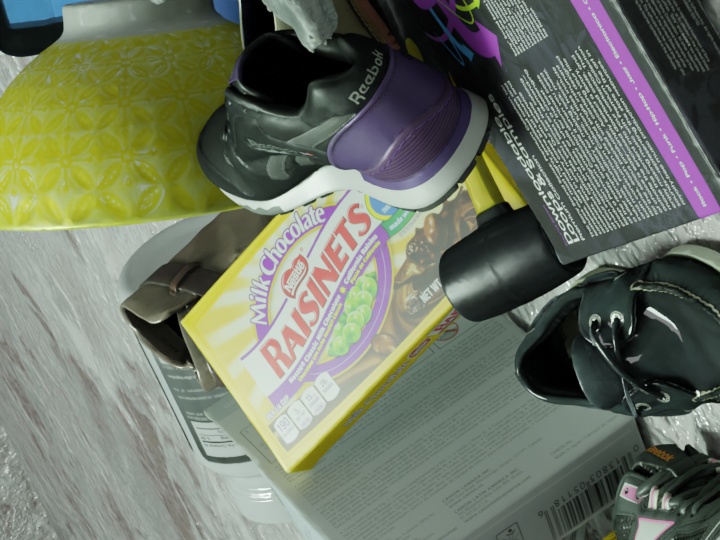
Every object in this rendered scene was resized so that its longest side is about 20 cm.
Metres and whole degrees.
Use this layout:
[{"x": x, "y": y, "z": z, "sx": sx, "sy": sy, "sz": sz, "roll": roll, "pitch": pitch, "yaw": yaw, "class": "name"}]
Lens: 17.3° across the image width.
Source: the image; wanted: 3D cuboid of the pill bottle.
[{"x": -0.080, "y": 0.068, "z": 1.626, "sx": 0.116, "sy": 0.115, "sz": 0.201, "roll": 34, "pitch": 152, "yaw": 56, "class": "pill bottle"}]

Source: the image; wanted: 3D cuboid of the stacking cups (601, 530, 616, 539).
[{"x": 0.187, "y": 0.215, "z": 1.190, "sx": 0.200, "sy": 0.060, "sz": 0.061, "roll": 48, "pitch": 162, "yaw": 27, "class": "stacking cups"}]

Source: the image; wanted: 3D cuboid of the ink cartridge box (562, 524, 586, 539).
[{"x": 0.070, "y": 0.186, "z": 1.303, "sx": 0.083, "sy": 0.145, "sz": 0.201, "roll": 10, "pitch": 147, "yaw": 14, "class": "ink cartridge box"}]

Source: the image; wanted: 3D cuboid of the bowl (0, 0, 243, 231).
[{"x": -0.110, "y": -0.091, "z": 1.243, "sx": 0.200, "sy": 0.199, "sz": 0.109, "roll": -166, "pitch": 67, "yaw": -68, "class": "bowl"}]

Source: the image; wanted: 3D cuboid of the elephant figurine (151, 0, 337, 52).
[{"x": -0.049, "y": -0.182, "z": 1.057, "sx": 0.141, "sy": 0.156, "sz": 0.200, "roll": 30, "pitch": 172, "yaw": -3, "class": "elephant figurine"}]

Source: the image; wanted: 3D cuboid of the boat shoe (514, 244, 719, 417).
[{"x": 0.118, "y": 0.034, "z": 1.032, "sx": 0.075, "sy": 0.066, "sz": 0.199, "roll": 62, "pitch": 164, "yaw": -12, "class": "boat shoe"}]

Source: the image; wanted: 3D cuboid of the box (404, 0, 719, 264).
[{"x": 0.089, "y": -0.081, "z": 0.962, "sx": 0.144, "sy": 0.036, "sz": 0.200, "roll": 59, "pitch": 164, "yaw": -2, "class": "box"}]

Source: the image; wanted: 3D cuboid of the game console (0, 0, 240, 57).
[{"x": -0.122, "y": -0.161, "z": 1.284, "sx": 0.171, "sy": 0.118, "sz": 0.201, "roll": 43, "pitch": 160, "yaw": 27, "class": "game console"}]

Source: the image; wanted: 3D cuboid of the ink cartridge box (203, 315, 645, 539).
[{"x": 0.030, "y": 0.091, "z": 1.235, "sx": 0.200, "sy": 0.162, "sz": 0.050, "roll": 38, "pitch": 156, "yaw": 53, "class": "ink cartridge box"}]

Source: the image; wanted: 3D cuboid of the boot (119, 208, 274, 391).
[{"x": -0.079, "y": -0.009, "z": 1.414, "sx": 0.200, "sy": 0.146, "sz": 0.071, "roll": 38, "pitch": 157, "yaw": 53, "class": "boot"}]

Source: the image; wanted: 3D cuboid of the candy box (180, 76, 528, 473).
[{"x": 0.000, "y": 0.000, "z": 1.170, "sx": 0.200, "sy": 0.026, "sz": 0.102, "roll": -47, "pitch": 68, "yaw": 28, "class": "candy box"}]

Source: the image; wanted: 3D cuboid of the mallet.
[{"x": 0.032, "y": -0.071, "z": 1.101, "sx": 0.066, "sy": 0.041, "sz": 0.201, "roll": -36, "pitch": 77, "yaw": 32, "class": "mallet"}]

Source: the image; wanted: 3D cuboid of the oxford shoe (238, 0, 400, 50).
[{"x": -0.022, "y": -0.105, "z": 1.184, "sx": 0.071, "sy": 0.074, "sz": 0.201, "roll": 23, "pitch": 144, "yaw": 60, "class": "oxford shoe"}]

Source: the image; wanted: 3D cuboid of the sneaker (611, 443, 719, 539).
[{"x": 0.151, "y": 0.118, "z": 1.082, "sx": 0.087, "sy": 0.080, "sz": 0.200, "roll": 65, "pitch": 161, "yaw": 13, "class": "sneaker"}]

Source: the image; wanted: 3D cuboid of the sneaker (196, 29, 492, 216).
[{"x": -0.029, "y": -0.079, "z": 1.065, "sx": 0.087, "sy": 0.076, "sz": 0.199, "roll": 35, "pitch": 161, "yaw": -29, "class": "sneaker"}]

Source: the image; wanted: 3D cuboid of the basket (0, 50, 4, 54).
[{"x": -0.243, "y": -0.240, "z": 1.355, "sx": 0.200, "sy": 0.197, "sz": 0.161, "roll": 82, "pitch": 162, "yaw": -58, "class": "basket"}]
